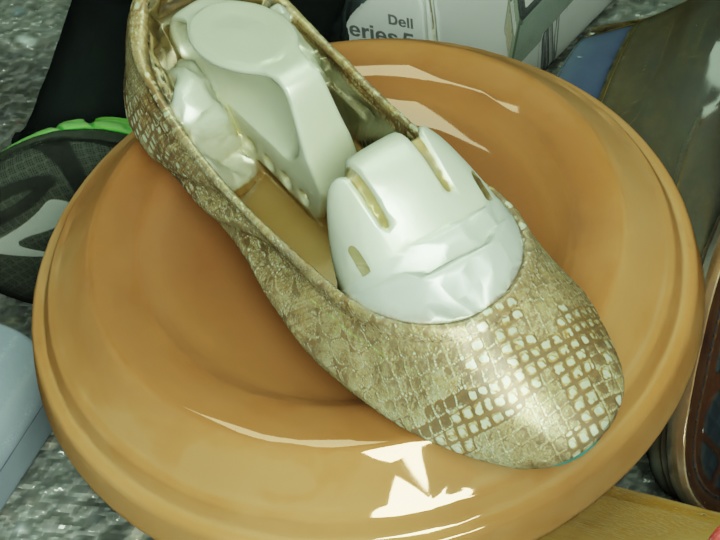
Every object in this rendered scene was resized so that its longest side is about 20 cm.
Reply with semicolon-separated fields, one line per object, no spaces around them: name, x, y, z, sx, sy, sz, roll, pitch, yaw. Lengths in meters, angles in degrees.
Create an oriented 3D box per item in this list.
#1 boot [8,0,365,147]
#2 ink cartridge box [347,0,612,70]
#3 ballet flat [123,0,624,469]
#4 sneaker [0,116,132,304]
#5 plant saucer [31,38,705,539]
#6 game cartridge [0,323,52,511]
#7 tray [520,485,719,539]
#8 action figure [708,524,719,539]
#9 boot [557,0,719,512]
boot;-0.085;-0.092;0.931;0.197;0.163;0.074;14;42;-6
ink cartridge box;0.013;-0.130;1.075;0.145;0.084;0.200;14;38;27
ballet flat;-0.006;-0.022;0.773;0.070;0.065;0.200;-37;54;-19
sneaker;-0.065;0.010;0.889;0.200;0.077;0.084;21;44;38
plant saucer;0.000;0.000;0.821;0.199;0.038;0.201;-4;50;5
game cartridge;-0.204;0.050;0.885;0.199;0.041;0.133;6;32;16
tray;0.075;0.104;0.765;0.199;0.037;0.099;12;37;25
action figure;0.135;0.073;0.493;0.065;0.099;0.200;-32;39;-30
boot;0.100;-0.009;0.895;0.097;0.075;0.201;-7;51;38
